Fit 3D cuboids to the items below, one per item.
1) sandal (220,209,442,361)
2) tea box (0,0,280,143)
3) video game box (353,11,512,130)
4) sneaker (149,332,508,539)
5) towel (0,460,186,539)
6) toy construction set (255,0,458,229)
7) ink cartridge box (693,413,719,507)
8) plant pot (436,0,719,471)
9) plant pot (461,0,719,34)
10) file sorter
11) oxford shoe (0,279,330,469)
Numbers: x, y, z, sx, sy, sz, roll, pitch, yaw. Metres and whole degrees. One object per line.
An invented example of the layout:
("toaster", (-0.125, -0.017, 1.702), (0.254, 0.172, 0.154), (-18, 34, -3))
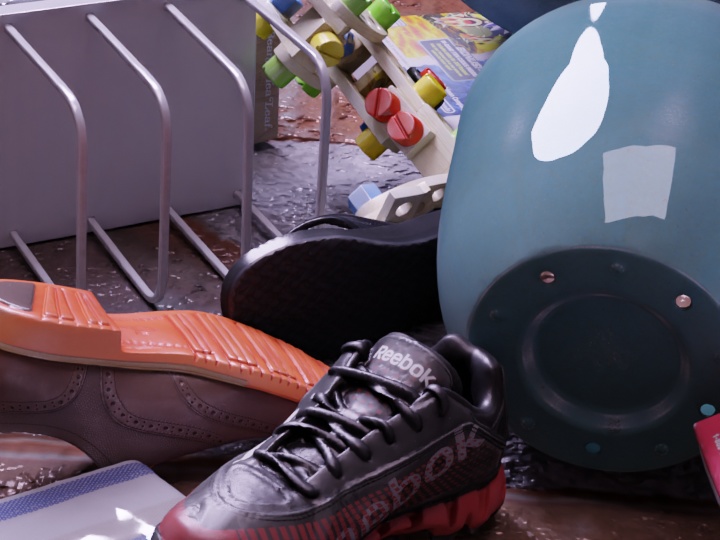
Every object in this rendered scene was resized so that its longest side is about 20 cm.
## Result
("sandal", (0.000, 0.001, 1.008), (0.200, 0.075, 0.048), (-10, 34, -42))
("tea box", (-0.183, -0.151, 1.210), (0.197, 0.134, 0.200), (-19, 34, -36))
("video game box", (0.109, -0.117, 1.273), (0.182, 0.047, 0.200), (-4, 28, -19))
("sneaker", (-0.007, 0.077, 0.803), (0.071, 0.098, 0.200), (30, 30, 34))
("towel", (-0.093, 0.145, 0.771), (0.147, 0.024, 0.200), (-17, 35, -37))
("toy construction set", (0.011, -0.087, 1.106), (0.092, 0.131, 0.200), (-28, 64, 17))
("ink cartridge box", (0.249, 0.087, 0.768), (0.200, 0.086, 0.148), (-26, 25, 8))
("plant pot", (0.125, -0.004, 0.908), (0.200, 0.201, 0.161), (9, 37, 12))
("plant pot", (0.171, -0.208, 1.239), (0.135, 0.200, 0.200), (42, 26, -12))
("file sorter", (-0.126, -0.060, 1.040), (0.200, 0.139, 0.125), (-12, 33, -26))
("oxford shoe", (-0.089, 0.059, 0.900), (0.200, 0.073, 0.071), (14, 13, -19))
